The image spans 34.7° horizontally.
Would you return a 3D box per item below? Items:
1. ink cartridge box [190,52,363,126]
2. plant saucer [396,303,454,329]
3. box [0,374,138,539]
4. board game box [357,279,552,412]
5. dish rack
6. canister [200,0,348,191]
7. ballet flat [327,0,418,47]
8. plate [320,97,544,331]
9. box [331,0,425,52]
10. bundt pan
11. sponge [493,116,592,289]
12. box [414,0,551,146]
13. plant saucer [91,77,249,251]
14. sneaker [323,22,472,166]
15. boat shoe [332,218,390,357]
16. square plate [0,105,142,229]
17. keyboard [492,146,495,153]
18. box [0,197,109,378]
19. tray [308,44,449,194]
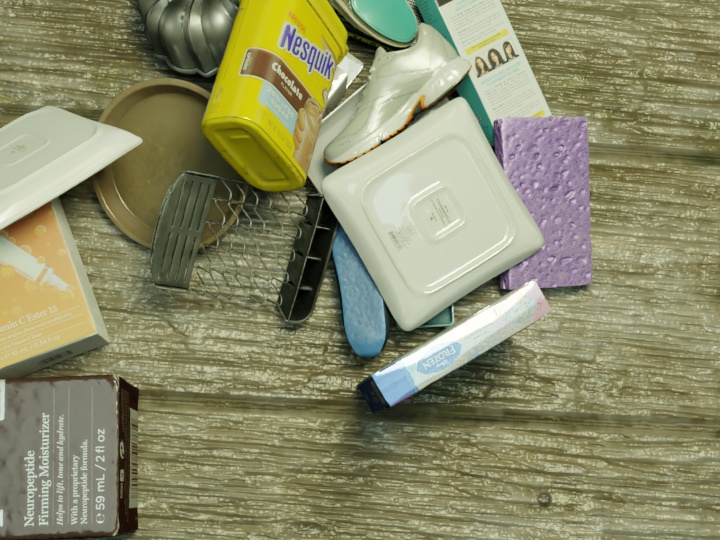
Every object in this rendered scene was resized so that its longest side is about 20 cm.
[{"bbox_3d":[-0.095,-0.213,1.376,0.116,0.068,0.200,37,79,4],"label":"ink cartridge box"},{"bbox_3d":[0.073,-0.032,1.371,0.069,0.019,0.202,-5,82,13],"label":"plant saucer"},{"bbox_3d":[-0.345,0.203,1.237,0.198,0.164,0.167,-2,80,-4],"label":"box"},{"bbox_3d":[0.097,0.088,1.268,0.198,0.200,0.044,-31,85,-8],"label":"board game box"},{"bbox_3d":[-0.132,-0.030,1.294,0.199,0.055,0.155,9,104,-30],"label":"dish rack"},{"bbox_3d":[-0.091,-0.205,1.245,0.086,0.149,0.201,-2,60,29],"label":"canister"},{"bbox_3d":[-0.018,-0.332,1.349,0.200,0.069,0.070,38,79,-20],"label":"ballet flat"},{"bbox_3d":[0.085,-0.063,1.299,0.199,0.032,0.200,-31,97,-8],"label":"plate"},{"bbox_3d":[0.055,-0.362,1.421,0.199,0.048,0.194,22,82,-3],"label":"box"},{"bbox_3d":[-0.176,-0.332,1.354,0.200,0.076,0.203,-6,65,14],"label":"bundt pan"},{"bbox_3d":[0.216,-0.080,1.358,0.111,0.030,0.202,-4,94,-16],"label":"sponge"},{"bbox_3d":[0.146,-0.254,1.376,0.082,0.049,0.201,-29,99,-20],"label":"box"},{"bbox_3d":[-0.218,-0.121,1.334,0.198,0.029,0.202,3,103,13],"label":"plant saucer"},{"bbox_3d":[0.027,-0.203,1.333,0.200,0.076,0.092,-38,90,1],"label":"sneaker"},{"bbox_3d":[0.000,0.000,1.348,0.083,0.069,0.202,4,84,8],"label":"boat shoe"},{"bbox_3d":[-0.371,-0.123,1.270,0.198,0.199,0.029,-37,128,-29],"label":"square plate"},{"bbox_3d":[0.176,-0.102,1.389,0.199,0.040,0.105,26,79,2],"label":"keyboard"},{"bbox_3d":[-0.379,0.006,1.304,0.124,0.098,0.201,-21,82,-7],"label":"box"},{"bbox_3d":[0.013,-0.170,1.380,0.200,0.022,0.108,-41,120,-10],"label":"tray"}]
